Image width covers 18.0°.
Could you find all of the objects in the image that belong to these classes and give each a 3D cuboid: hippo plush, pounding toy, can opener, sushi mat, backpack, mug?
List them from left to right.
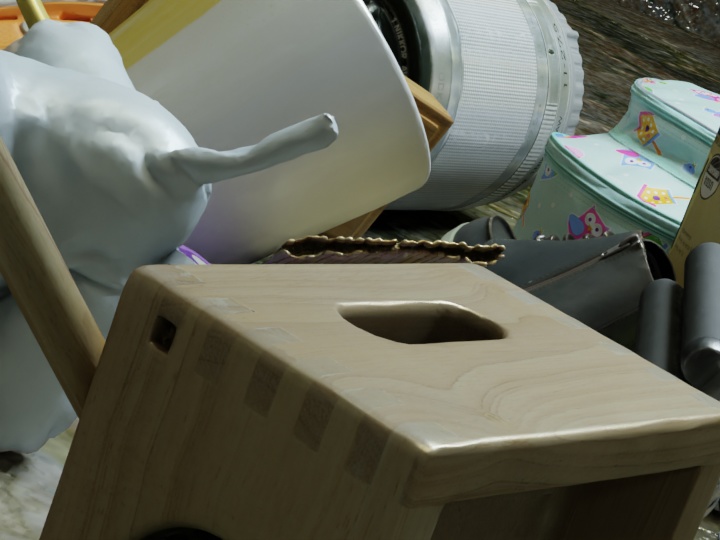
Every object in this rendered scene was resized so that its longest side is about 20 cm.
[{"bbox_3d":[-0.148,-0.030,0.793,0.160,0.160,0.200,25,0,-37],"label":"hippo plush"},{"bbox_3d":[-0.079,-0.074,1.069,0.187,0.153,0.150,45,-17,48],"label":"mug"},{"bbox_3d":[-0.023,0.068,0.598,0.142,0.185,0.200,30,17,33],"label":"pounding toy"},{"bbox_3d":[0.000,0.000,1.042,0.095,0.012,0.200,3,-5,-8],"label":"sushi mat"},{"bbox_3d":[0.185,-0.019,1.281,0.176,0.154,0.199,35,27,30],"label":"backpack"},{"bbox_3d":[0.142,0.058,0.897,0.067,0.053,0.200,45,22,-11],"label":"can opener"}]

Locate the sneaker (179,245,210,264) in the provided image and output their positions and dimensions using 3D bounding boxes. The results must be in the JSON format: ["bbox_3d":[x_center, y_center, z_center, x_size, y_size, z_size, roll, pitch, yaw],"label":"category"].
[{"bbox_3d":[-0.026,0.031,0.934,0.080,0.084,0.200,5,20,-46],"label":"sneaker"}]

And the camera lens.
[{"bbox_3d":[0.028,-0.117,1.388,0.160,0.161,0.200,29,16,30],"label":"camera lens"}]

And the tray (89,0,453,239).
[{"bbox_3d":[-0.052,-0.092,1.201,0.200,0.099,0.037,30,15,-38],"label":"tray"}]

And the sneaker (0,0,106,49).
[{"bbox_3d":[-0.219,-0.127,1.279,0.199,0.079,0.077,7,-29,-6],"label":"sneaker"}]

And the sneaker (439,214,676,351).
[{"bbox_3d":[0.101,0.011,1.099,0.075,0.106,0.200,53,12,-20],"label":"sneaker"}]

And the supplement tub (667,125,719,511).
[{"bbox_3d":[0.216,0.013,1.094,0.144,0.201,0.144,19,14,-5],"label":"supplement tub"}]
